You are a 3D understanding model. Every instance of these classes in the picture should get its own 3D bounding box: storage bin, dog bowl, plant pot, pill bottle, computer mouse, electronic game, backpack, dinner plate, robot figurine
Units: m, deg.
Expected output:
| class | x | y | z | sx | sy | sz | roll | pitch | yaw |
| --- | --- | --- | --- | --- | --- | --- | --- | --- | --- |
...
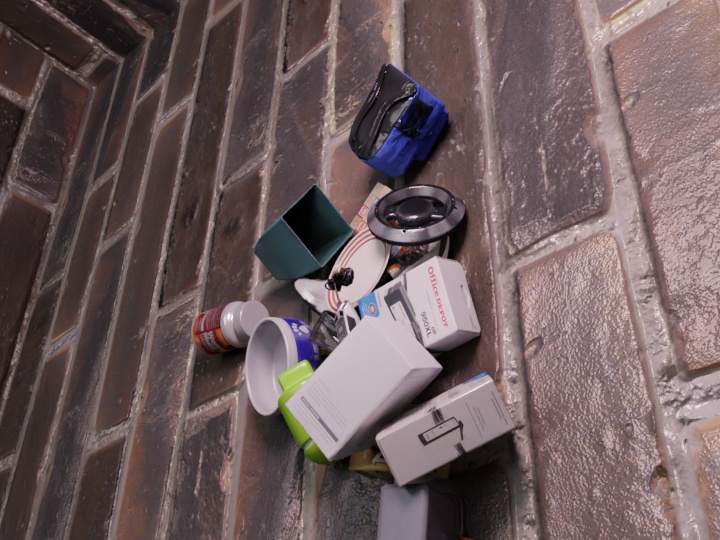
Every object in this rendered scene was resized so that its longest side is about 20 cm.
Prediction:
| class | x | y | z | sx | sy | sz | roll | pitch | yaw |
| --- | --- | --- | --- | --- | --- | --- | --- | --- | --- |
| storage bin | 0.093 | 0.422 | 1.206 | 0.142 | 0.135 | 0.204 | -8 | 58 | 25 |
| dog bowl | -0.166 | 0.203 | 1.676 | 0.198 | 0.077 | 0.206 | -12 | 76 | 55 |
| plant pot | -0.146 | -0.068 | 1.819 | 0.199 | 0.142 | 0.142 | -30 | 14 | 49 |
| pill bottle | -0.314 | 0.137 | 1.924 | 0.198 | 0.109 | 0.112 | -17 | 53 | 43 |
| computer mouse | -0.020 | 0.096 | 1.496 | 0.110 | 0.043 | 0.205 | 135 | 127 | -61 |
| electronic game | 0.109 | -0.110 | 1.565 | 0.195 | 0.042 | 0.202 | -8 | 35 | 5 |
| backpack | 0.082 | -0.304 | 1.710 | 0.202 | 0.166 | 0.163 | -55 | 34 | 12 |
| dinner plate | 0.000 | 0.000 | 1.609 | 0.200 | 0.024 | 0.203 | -41 | 31 | 31 |
| robot figurine | -0.083 | 0.277 | 1.514 | 0.114 | 0.176 | 0.202 | -28 | 73 | -11 |

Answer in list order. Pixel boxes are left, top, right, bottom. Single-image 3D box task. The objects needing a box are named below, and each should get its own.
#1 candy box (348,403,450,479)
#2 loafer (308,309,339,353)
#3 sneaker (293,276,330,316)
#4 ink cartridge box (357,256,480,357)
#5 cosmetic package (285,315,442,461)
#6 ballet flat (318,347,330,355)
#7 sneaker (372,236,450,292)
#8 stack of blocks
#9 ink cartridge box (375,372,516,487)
| class | x | y | z | sx | sy | sz | roll | pitch | yaw |
| --- | --- | --- | --- | --- | --- | --- | --- | --- | --- |
| candy box | 0.073 | 0.301 | 1.398 | 0.197 | 0.055 | 0.118 | -13 | 55 | 44 |
| loafer | -0.020 | 0.167 | 1.551 | 0.200 | 0.073 | 0.073 | 43 | 97 | 28 |
| sneaker | -0.076 | 0.056 | 1.747 | 0.087 | 0.075 | 0.199 | -47 | 41 | -8 |
| ink cartridge box | 0.104 | 0.084 | 1.457 | 0.198 | 0.083 | 0.148 | -30 | 64 | 33 |
| cosmetic package | 0.011 | 0.190 | 1.315 | 0.200 | 0.199 | 0.123 | -46 | 72 | 9 |
| ballet flat | -0.044 | 0.142 | 1.637 | 0.197 | 0.067 | 0.068 | -8 | 59 | 46 |
| sneaker | 0.102 | -0.008 | 1.560 | 0.201 | 0.079 | 0.074 | -52 | 35 | 8 |
| stack of blocks | 0.069 | -0.093 | 1.671 | 0.116 | 0.058 | 0.200 | -55 | 37 | 6 |
| ink cartridge box | 0.130 | 0.243 | 1.235 | 0.197 | 0.146 | 0.086 | -28 | 86 | 4 |
